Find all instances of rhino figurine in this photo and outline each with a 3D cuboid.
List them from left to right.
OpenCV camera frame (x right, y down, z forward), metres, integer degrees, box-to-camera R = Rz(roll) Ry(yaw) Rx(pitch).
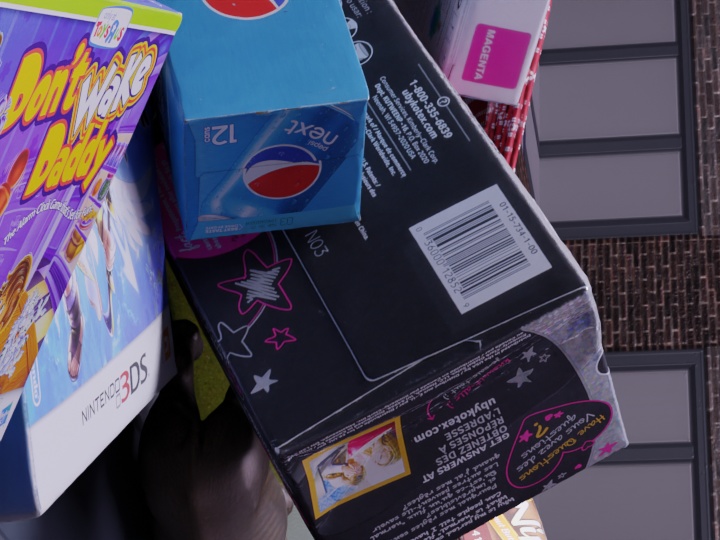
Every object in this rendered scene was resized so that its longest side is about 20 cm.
[{"bbox_3d":[-0.057,0.124,0.928,0.088,0.060,0.200,-86,171,-53],"label":"rhino figurine"}]

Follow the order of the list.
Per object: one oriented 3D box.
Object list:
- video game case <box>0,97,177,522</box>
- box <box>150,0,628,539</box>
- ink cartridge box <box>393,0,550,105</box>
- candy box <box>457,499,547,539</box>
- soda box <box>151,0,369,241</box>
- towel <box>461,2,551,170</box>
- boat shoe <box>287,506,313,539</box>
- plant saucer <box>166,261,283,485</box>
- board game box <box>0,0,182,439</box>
[{"bbox_3d":[-0.109,-0.039,0.700,0.181,0.045,0.201,-56,142,-76],"label":"video game case"},{"bbox_3d":[0.000,0.000,0.837,0.200,0.132,0.115,59,-6,38],"label":"box"},{"bbox_3d":[0.051,-0.159,0.940,0.200,0.042,0.120,-113,-143,-66],"label":"ink cartridge box"},{"bbox_3d":[0.035,0.200,1.086,0.200,0.055,0.116,-52,-132,47],"label":"candy box"},{"bbox_3d":[-0.051,-0.107,0.807,0.064,0.068,0.200,94,-16,-48],"label":"soda box"},{"bbox_3d":[0.051,-0.056,1.005,0.145,0.022,0.201,166,-64,-82],"label":"towel"},{"bbox_3d":[-0.022,0.160,1.053,0.200,0.075,0.060,-101,-170,-50],"label":"boat shoe"},{"bbox_3d":[-0.016,0.001,1.039,0.200,0.048,0.200,-49,140,-46],"label":"plant saucer"},{"bbox_3d":[-0.111,-0.014,0.505,0.200,0.045,0.135,-24,138,-80],"label":"board game box"}]
